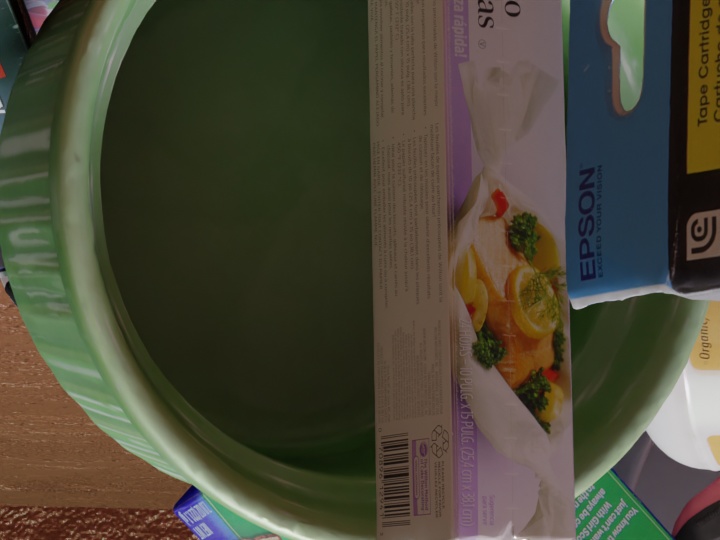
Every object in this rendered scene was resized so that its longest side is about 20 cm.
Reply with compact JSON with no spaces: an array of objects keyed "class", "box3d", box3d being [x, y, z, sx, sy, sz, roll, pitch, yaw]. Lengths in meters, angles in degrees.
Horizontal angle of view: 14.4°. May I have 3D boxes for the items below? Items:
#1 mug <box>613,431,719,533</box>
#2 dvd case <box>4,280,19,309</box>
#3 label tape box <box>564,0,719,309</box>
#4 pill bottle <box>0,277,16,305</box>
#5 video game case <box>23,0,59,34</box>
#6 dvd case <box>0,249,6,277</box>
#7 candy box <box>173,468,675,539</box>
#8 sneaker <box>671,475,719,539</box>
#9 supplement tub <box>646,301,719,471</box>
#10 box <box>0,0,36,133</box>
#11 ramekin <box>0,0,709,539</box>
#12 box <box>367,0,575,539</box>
[{"class":"mug","box3d":[0.116,0.057,1.232,0.147,0.201,0.175,-7,-164,-33]},{"class":"dvd case","box3d":[-0.045,-0.001,1.075,0.018,0.143,0.200,46,175,25]},{"class":"label tape box","box3d":[0.135,-0.066,0.645,0.066,0.144,0.200,10,168,-37]},{"class":"pill bottle","box3d":[-0.068,0.002,1.199,0.112,0.113,0.200,-2,169,26]},{"class":"video game case","box3d":[-0.147,-0.081,0.870,0.143,0.018,0.200,-23,163,17]},{"class":"dvd case","box3d":[-0.214,-0.020,0.994,0.200,0.025,0.150,-15,-150,-41]},{"class":"candy box","box3d":[0.043,0.124,1.125,0.200,0.077,0.169,46,147,-5]},{"class":"sneaker","box3d":[0.196,0.050,1.131,0.200,0.087,0.074,-35,145,-7]},{"class":"supplement tub","box3d":[0.175,0.001,1.035,0.199,0.145,0.145,0,170,18]},{"class":"box","box3d":[-0.164,-0.060,0.821,0.136,0.038,0.200,-16,164,-3]},{"class":"ramekin","box3d":[-0.006,-0.023,0.805,0.199,0.201,0.098,7,177,-24]},{"class":"box","box3d":[0.028,-0.028,0.730,0.039,0.201,0.041,4,170,-32]}]
